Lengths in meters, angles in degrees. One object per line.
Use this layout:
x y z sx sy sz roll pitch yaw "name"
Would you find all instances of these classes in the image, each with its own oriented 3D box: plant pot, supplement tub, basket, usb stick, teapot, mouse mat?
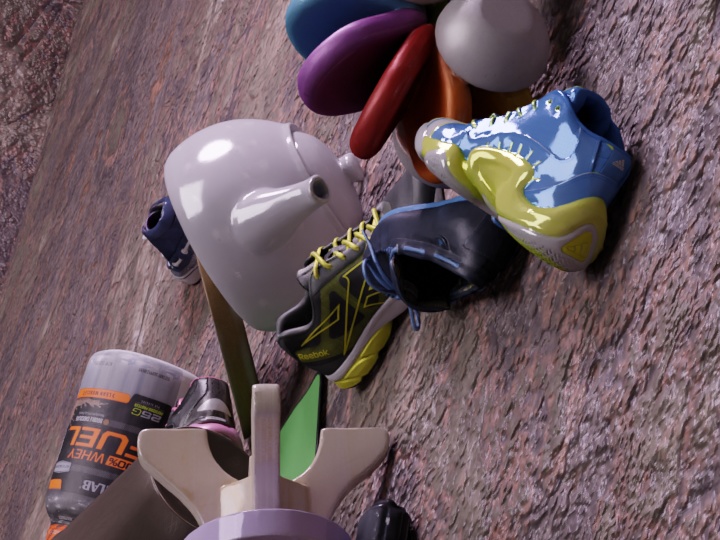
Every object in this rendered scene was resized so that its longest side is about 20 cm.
-0.117 0.050 2.036 0.200 0.027 0.201 165 90 -87 "plant pot"
-0.236 0.188 2.255 0.122 0.122 0.201 153 135 -68 "supplement tub"
-0.173 0.235 1.952 0.200 0.136 0.181 -53 41 36 "basket"
0.001 0.251 1.544 0.055 0.033 0.201 -44 30 55 "usb stick"
-0.063 -0.055 1.946 0.146 0.197 0.200 -30 48 7 "teapot"
-0.075 0.197 1.915 0.200 0.008 0.161 -57 19 37 "mouse mat"

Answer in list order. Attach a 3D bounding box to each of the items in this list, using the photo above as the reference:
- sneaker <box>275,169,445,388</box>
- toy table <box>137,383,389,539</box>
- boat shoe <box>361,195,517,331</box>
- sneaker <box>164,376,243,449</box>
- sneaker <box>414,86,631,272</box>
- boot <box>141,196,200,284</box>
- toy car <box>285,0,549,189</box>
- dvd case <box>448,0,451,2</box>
0.000 0.000 1.766 0.075 0.084 0.200 -106 40 -64 "sneaker"
-0.068 0.169 1.650 0.200 0.183 0.118 122 149 -59 "toy table"
0.042 -0.006 1.631 0.069 0.084 0.200 -62 10 -20 "boat shoe"
-0.156 0.167 2.058 0.200 0.079 0.096 125 147 -47 "sneaker"
0.115 -0.077 1.487 0.105 0.076 0.200 -55 38 6 "sneaker"
-0.196 -0.040 2.466 0.200 0.090 0.073 151 137 -67 "boot"
0.026 -0.146 1.633 0.150 0.200 0.175 -28 -22 -31 "toy car"
0.052 -0.268 1.831 0.150 0.025 0.201 -98 -5 -61 "dvd case"
